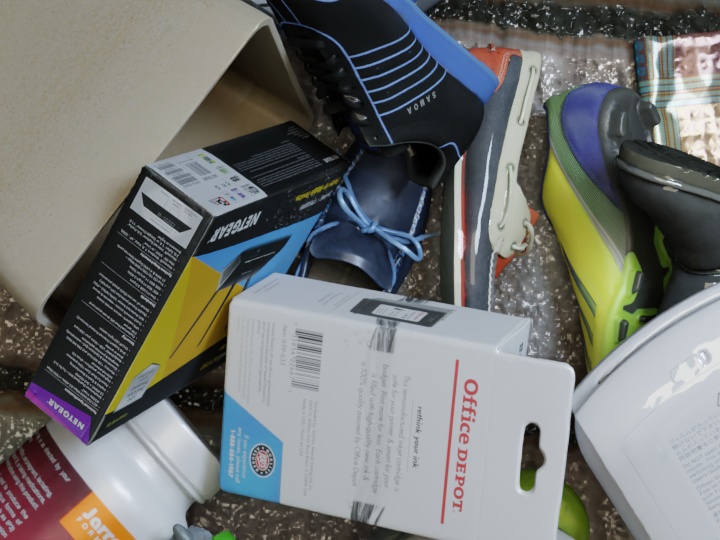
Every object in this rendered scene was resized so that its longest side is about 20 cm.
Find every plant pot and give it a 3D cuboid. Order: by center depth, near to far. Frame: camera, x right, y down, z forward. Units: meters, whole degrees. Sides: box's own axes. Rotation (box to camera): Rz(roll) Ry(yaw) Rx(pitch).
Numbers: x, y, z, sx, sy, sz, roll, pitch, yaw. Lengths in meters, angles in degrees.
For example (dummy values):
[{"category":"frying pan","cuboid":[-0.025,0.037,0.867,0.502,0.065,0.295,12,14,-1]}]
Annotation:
[{"category":"plant pot","cuboid":[-0.165,-0.087,1.000,0.176,0.200,0.200,36,84,11]}]

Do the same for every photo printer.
[{"category":"photo printer","cuboid":[0.220,0.101,0.989,0.166,0.070,0.201,-33,116,5]}]

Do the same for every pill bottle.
[{"category":"pill bottle","cuboid":[-0.176,0.157,1.017,0.200,0.113,0.113,-43,90,-5]}]

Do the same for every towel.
[{"category":"towel","cuboid":[0.257,-0.057,1.110,0.145,0.022,0.202,-7,87,-6]}]

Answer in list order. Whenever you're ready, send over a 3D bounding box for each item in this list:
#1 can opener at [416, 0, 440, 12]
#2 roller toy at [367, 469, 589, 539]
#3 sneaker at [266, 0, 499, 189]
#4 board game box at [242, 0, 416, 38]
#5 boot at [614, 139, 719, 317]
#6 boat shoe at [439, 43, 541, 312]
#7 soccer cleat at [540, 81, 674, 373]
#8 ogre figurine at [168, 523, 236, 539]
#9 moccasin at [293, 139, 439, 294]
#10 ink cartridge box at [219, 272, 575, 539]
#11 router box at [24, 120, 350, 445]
[{"category":"can opener","cuboid":[0.080,-0.230,1.099,0.200,0.053,0.066,-40,56,-7]},{"category":"roller toy","cuboid":[0.071,0.233,1.018,0.181,0.140,0.202,-16,88,-5]},{"category":"sneaker","cuboid":[0.001,-0.115,0.972,0.199,0.070,0.078,30,84,-41]},{"category":"board game box","cuboid":[-0.025,-0.250,1.062,0.198,0.043,0.201,35,85,15]},{"category":"boot","cuboid":[0.185,0.037,1.032,0.181,0.073,0.201,19,103,-34]},{"category":"boat shoe","cuboid":[0.081,-0.042,1.074,0.062,0.071,0.202,2,82,-7]},{"category":"soccer cleat","cuboid":[0.151,-0.018,1.085,0.064,0.083,0.202,-15,105,-40]},{"category":"ogre figurine","cuboid":[-0.074,0.220,0.999,0.098,0.200,0.120,-41,70,-7]},{"category":"moccasin","cuboid":[0.000,0.000,1.062,0.080,0.068,0.202,19,85,-3]},{"category":"ink cartridge box","cuboid":[0.026,0.079,0.964,0.198,0.067,0.117,10,106,18]},{"category":"router box","cuboid":[-0.092,0.000,0.968,0.051,0.200,0.150,35,111,10]}]
